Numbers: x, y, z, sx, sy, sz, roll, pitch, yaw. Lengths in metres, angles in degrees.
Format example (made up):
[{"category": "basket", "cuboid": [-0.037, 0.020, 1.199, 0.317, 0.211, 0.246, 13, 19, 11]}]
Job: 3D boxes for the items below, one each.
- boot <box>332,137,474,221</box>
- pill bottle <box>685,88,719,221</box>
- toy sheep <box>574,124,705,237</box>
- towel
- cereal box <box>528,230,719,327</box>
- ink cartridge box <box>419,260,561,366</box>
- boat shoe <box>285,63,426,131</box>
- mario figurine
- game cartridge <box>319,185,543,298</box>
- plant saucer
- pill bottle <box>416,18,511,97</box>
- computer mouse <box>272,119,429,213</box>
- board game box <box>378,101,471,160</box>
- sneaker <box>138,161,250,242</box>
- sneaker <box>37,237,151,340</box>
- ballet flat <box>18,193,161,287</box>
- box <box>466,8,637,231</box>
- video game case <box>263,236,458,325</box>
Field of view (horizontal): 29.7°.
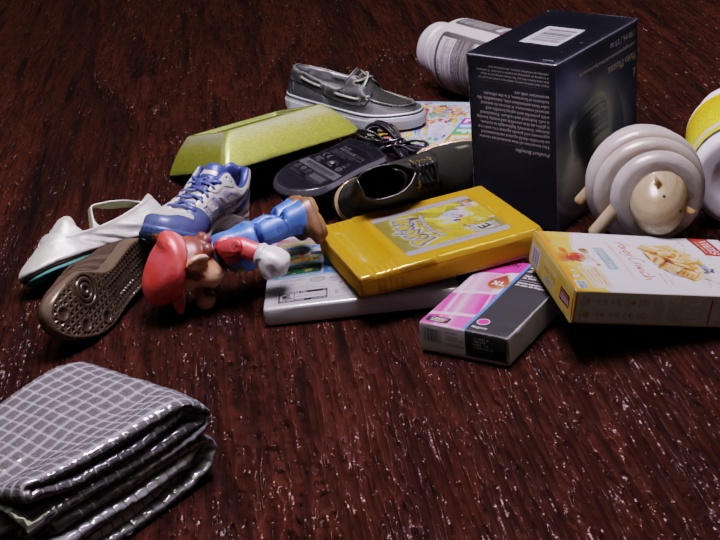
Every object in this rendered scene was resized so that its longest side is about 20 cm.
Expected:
[{"category": "boot", "cuboid": [0.074, -0.106, 1.537, 0.200, 0.078, 0.138, -25, -3, -12]}, {"category": "pill bottle", "cuboid": [0.427, -0.139, 1.538, 0.112, 0.113, 0.200, -1, 26, 12]}, {"category": "toy sheep", "cuboid": [0.298, -0.091, 1.440, 0.138, 0.138, 0.200, -7, 27, -1]}, {"category": "towel", "cuboid": [-0.241, 0.152, 1.106, 0.165, 0.086, 0.200, 13, 31, 38]}, {"category": "cereal box", "cuboid": [0.277, 0.008, 1.302, 0.200, 0.040, 0.144, 1, 23, -11]}, {"category": "ink cartridge box", "cuboid": [0.147, 0.029, 1.340, 0.095, 0.037, 0.200, 10, 27, 31]}, {"category": "boat shoe", "cuboid": [-0.009, -0.233, 1.805, 0.200, 0.071, 0.072, 11, 26, 16]}, {"category": "mario figurine", "cuboid": [-0.133, -0.005, 1.434, 0.200, 0.123, 0.106, -23, 68, -15]}, {"category": "game cartridge", "cuboid": [0.068, -0.034, 1.431, 0.200, 0.032, 0.176, -13, 22, -14]}, {"category": "plant saucer", "cuboid": [-0.133, -0.173, 1.763, 0.200, 0.048, 0.200, -19, 11, -26]}, {"category": "pill bottle", "cuboid": [0.170, -0.304, 1.963, 0.111, 0.111, 0.200, -20, 28, -28]}, {"category": "computer mouse", "cuboid": [-0.013, -0.113, 1.657, 0.200, 0.053, 0.138, -23, 38, -25]}, {"category": "board game box", "cuboid": [0.099, -0.175, 1.792, 0.134, 0.034, 0.200, 4, 27, 21]}, {"category": "sneaker", "cuboid": [-0.186, -0.079, 1.531, 0.075, 0.088, 0.200, 15, 15, 16]}, {"category": "sneaker", "cuboid": [-0.292, 0.027, 1.436, 0.075, 0.071, 0.200, -14, 14, 26]}, {"category": "ballet flat", "cuboid": [-0.310, -0.039, 1.552, 0.200, 0.070, 0.069, -23, 29, -34]}, {"category": "box", "cuboid": [0.227, -0.177, 1.568, 0.123, 0.199, 0.200, 15, 32, 34]}, {"category": "video game case", "cuboid": [0.000, 0.000, 1.451, 0.200, 0.024, 0.182, -6, 24, 2]}]
